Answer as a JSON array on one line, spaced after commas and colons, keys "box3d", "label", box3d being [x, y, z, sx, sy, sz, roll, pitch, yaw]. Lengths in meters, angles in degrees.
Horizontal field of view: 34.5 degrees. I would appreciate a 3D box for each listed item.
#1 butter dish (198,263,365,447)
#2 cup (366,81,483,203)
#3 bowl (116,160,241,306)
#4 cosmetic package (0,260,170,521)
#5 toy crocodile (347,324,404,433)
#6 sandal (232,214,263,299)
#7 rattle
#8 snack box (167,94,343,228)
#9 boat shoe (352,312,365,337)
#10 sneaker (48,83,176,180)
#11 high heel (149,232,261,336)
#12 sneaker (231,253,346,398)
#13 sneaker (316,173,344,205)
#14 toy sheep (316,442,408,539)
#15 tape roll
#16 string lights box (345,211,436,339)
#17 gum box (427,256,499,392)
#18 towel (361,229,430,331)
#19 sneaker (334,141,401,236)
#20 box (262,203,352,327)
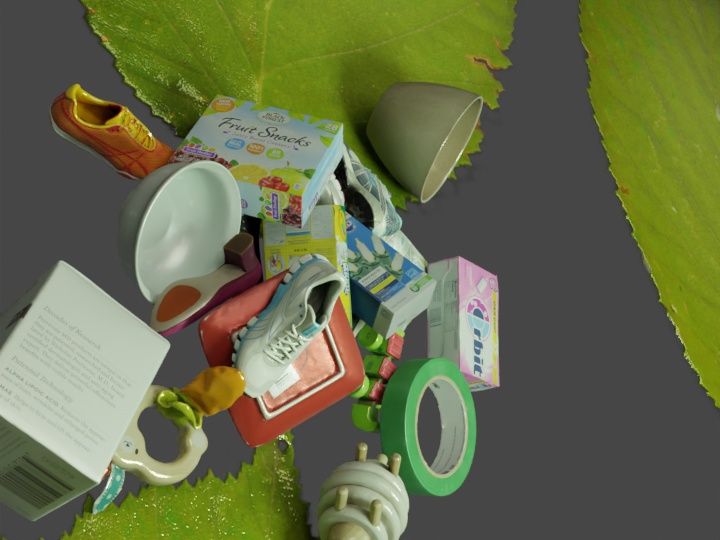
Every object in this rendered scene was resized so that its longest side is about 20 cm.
[{"box3d": [-0.123, 0.098, 1.551, 0.199, 0.148, 0.201, -29, 112, -22], "label": "butter dish"}, {"box3d": [0.095, -0.236, 1.939, 0.143, 0.201, 0.200, 32, 41, 11], "label": "cup"}, {"box3d": [-0.254, -0.058, 1.518, 0.201, 0.090, 0.202, -38, 140, -42], "label": "bowl"}, {"box3d": [-0.349, 0.135, 1.287, 0.165, 0.164, 0.201, 40, 44, -19], "label": "cosmetic package"}, {"box3d": [0.027, 0.140, 1.698, 0.067, 0.061, 0.201, 41, 59, -46], "label": "toy crocodile"}, {"box3d": [-0.178, -0.049, 1.660, 0.075, 0.045, 0.202, 3, 80, -37], "label": "sandal"}, {"box3d": [-0.239, 0.202, 1.380, 0.200, 0.142, 0.131, -21, 100, -54], "label": "rattle"}, {"box3d": [-0.143, -0.156, 1.621, 0.198, 0.068, 0.169, 16, 46, 12], "label": "snack box"}, {"box3d": [-0.046, 0.097, 1.675, 0.067, 0.072, 0.201, 35, 58, -3], "label": "boat shoe"}, {"box3d": [-0.322, -0.180, 1.563, 0.199, 0.077, 0.073, 26, 50, -36], "label": "sneaker"}, {"box3d": [-0.198, 0.043, 1.523, 0.067, 0.097, 0.200, 28, 53, 28], "label": "high heel"}, {"box3d": [-0.086, 0.072, 1.432, 0.075, 0.087, 0.201, 34, 84, -31], "label": "sneaker"}, {"box3d": [-0.114, -0.135, 1.744, 0.199, 0.081, 0.089, 37, 47, -12], "label": "sneaker"}, {"box3d": [0.006, 0.313, 1.555, 0.138, 0.138, 0.200, 49, 37, -10], "label": "toy sheep"}, {"box3d": [0.102, 0.230, 1.708, 0.200, 0.048, 0.202, 12, 75, -53], "label": "tape roll"}, {"box3d": [0.000, 0.000, 1.682, 0.200, 0.059, 0.103, 38, 48, 20], "label": "string lights box"}, {"box3d": [0.165, 0.082, 1.856, 0.113, 0.066, 0.202, 24, 60, -46], "label": "gum box"}, {"box3d": [0.030, 0.008, 1.817, 0.171, 0.048, 0.200, 50, 42, -9], "label": "towel"}, {"box3d": [-0.003, -0.126, 1.823, 0.086, 0.078, 0.201, 2, 50, -43], "label": "sneaker"}, {"box3d": [-0.074, 0.012, 1.627, 0.048, 0.116, 0.202, 3, 84, -67], "label": "box"}]
